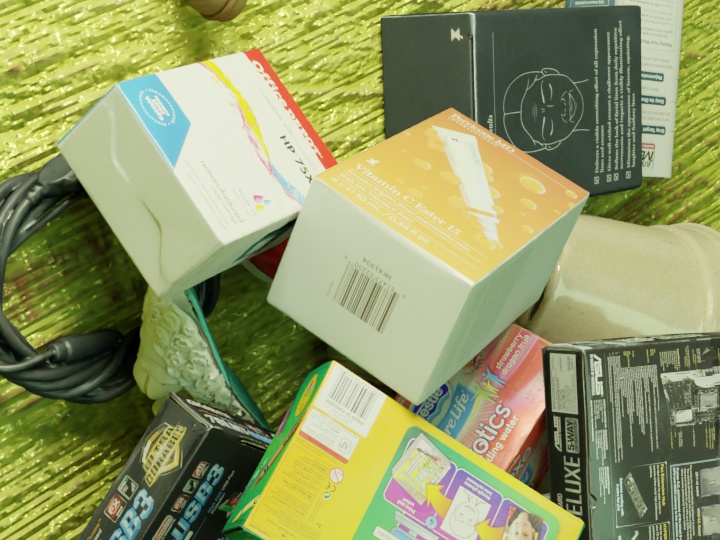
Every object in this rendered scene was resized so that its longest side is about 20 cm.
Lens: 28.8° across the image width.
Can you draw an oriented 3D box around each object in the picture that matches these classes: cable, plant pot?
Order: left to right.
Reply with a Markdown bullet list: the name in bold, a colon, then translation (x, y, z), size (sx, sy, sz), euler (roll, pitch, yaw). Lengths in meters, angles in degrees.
- **cable**: translation (-0.176, 0.004, 0.916), size (0.200, 0.050, 0.165), euler (-43, 126, -32)
- **plant pot**: translation (0.187, 0.032, 1.152), size (0.182, 0.200, 0.203), euler (18, 84, -29)

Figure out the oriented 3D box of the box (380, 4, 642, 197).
- **box**: translation (0.123, -0.131, 1.111), size (0.198, 0.106, 0.151), euler (-11, 103, -40)

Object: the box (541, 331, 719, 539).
- **box**: translation (0.205, 0.146, 0.958), size (0.156, 0.050, 0.203), euler (-3, 90, -28)

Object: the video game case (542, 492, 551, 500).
- **video game case**: translation (0.204, 0.241, 0.996), size (0.180, 0.024, 0.203), euler (-14, 86, -28)

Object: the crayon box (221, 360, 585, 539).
- **crayon box**: translation (0.029, 0.162, 0.877), size (0.199, 0.058, 0.120), euler (33, 68, -8)

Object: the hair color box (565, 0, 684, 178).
- **hair color box**: translation (0.228, -0.184, 1.225), size (0.099, 0.060, 0.203), euler (-1, 96, -40)

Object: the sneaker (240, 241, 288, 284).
- **sneaker**: translation (0.000, 0.000, 1.013), size (0.199, 0.115, 0.079), euler (29, 83, -40)

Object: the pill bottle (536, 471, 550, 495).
- **pill bottle**: translation (0.065, 0.218, 1.076), size (0.200, 0.112, 0.113), euler (-44, 123, -9)

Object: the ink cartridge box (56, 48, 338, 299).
- **ink cartridge box**: translation (-0.084, -0.071, 0.897), size (0.117, 0.067, 0.200), euler (55, 32, 3)

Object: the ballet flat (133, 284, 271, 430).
- **ballet flat**: translation (-0.112, 0.075, 0.928), size (0.072, 0.071, 0.201), euler (-52, 147, -23)

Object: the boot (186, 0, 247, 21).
- **boot**: translation (-0.164, -0.250, 0.877), size (0.198, 0.066, 0.178), euler (-3, 86, -41)

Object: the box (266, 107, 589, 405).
- **box**: translation (0.050, -0.017, 0.931), size (0.200, 0.124, 0.098), euler (-33, 152, -56)

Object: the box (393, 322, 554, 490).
- **box**: translation (0.066, 0.137, 0.996), size (0.201, 0.102, 0.095), euler (-56, 154, -15)

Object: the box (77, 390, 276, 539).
- **box**: translation (-0.111, 0.195, 0.927), size (0.202, 0.049, 0.198), euler (-59, 146, 0)

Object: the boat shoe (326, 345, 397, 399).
- **boat shoe**: translation (0.044, 0.110, 1.099), size (0.199, 0.071, 0.065), euler (28, 77, -41)
